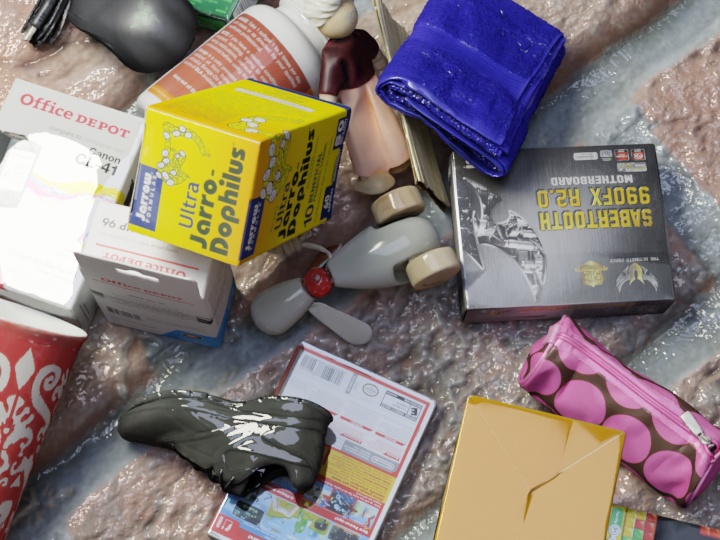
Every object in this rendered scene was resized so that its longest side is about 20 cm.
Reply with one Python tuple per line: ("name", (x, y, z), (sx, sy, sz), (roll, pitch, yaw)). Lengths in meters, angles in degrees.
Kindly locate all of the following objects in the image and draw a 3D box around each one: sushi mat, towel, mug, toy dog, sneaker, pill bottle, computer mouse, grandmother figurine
("sushi mat", (0.048, -0.161, 1.549), (0.012, 0.096, 0.201), (-18, 72, 15))
("towel", (0.113, -0.195, 1.530), (0.147, 0.050, 0.200), (35, 48, -6))
("mug", (-0.337, 0.129, 1.440), (0.133, 0.178, 0.201), (18, 91, -11))
("toy dog", (0.000, 0.000, 1.512), (0.199, 0.096, 0.133), (-7, 74, 14))
("sneaker", (-0.126, 0.156, 1.445), (0.199, 0.076, 0.091), (1, 73, 16))
("pill bottle", (-0.106, -0.181, 1.547), (0.200, 0.112, 0.112), (-41, 76, -11))
("computer mouse", (-0.242, -0.255, 1.561), (0.200, 0.053, 0.139), (30, 81, 34))
("grandmother figurine", (-0.004, -0.179, 1.511), (0.060, 0.201, 0.121), (-7, 29, 23))

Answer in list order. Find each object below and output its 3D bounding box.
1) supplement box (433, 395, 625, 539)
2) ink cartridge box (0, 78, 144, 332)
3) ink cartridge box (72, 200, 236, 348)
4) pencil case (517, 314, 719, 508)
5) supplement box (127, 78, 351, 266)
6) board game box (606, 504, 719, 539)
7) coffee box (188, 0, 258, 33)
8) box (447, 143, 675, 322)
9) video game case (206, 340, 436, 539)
("supplement box", (0.127, 0.236, 1.360), (0.132, 0.200, 0.198), (13, 72, 5))
("ink cartridge box", (-0.293, -0.061, 1.524), (0.147, 0.086, 0.201), (18, 74, 6))
("ink cartridge box", (-0.180, 0.000, 1.441), (0.115, 0.200, 0.068), (13, 72, 4))
("pencil case", (0.239, 0.122, 1.454), (0.200, 0.094, 0.091), (34, 75, 12))
("supplement box", (-0.100, -0.090, 1.391), (0.109, 0.200, 0.109), (18, 110, 18))
("board game box", (0.276, 0.322, 1.407), (0.164, 0.057, 0.201), (12, 72, 6))
("coffee box", (-0.134, -0.337, 1.622), (0.122, 0.044, 0.201), (18, 72, 21))
("box", (0.186, -0.036, 1.523), (0.199, 0.048, 0.159), (-2, 71, -4))
("video game case", (-0.034, 0.181, 1.476), (0.142, 0.017, 0.201), (24, 73, 8))
